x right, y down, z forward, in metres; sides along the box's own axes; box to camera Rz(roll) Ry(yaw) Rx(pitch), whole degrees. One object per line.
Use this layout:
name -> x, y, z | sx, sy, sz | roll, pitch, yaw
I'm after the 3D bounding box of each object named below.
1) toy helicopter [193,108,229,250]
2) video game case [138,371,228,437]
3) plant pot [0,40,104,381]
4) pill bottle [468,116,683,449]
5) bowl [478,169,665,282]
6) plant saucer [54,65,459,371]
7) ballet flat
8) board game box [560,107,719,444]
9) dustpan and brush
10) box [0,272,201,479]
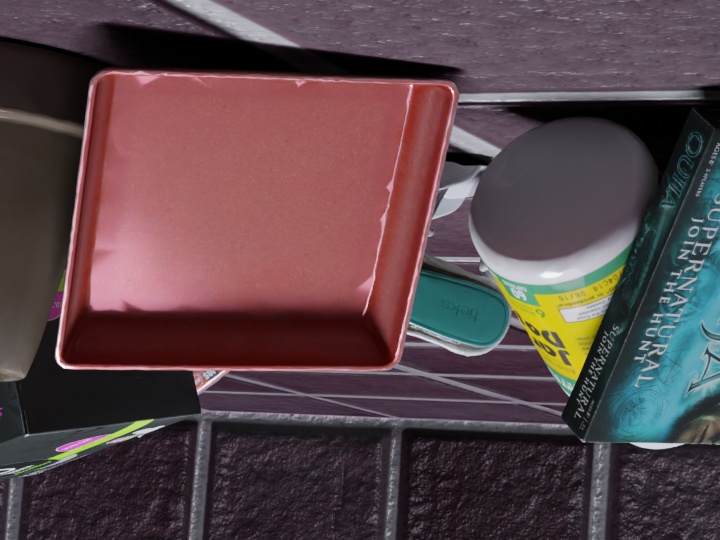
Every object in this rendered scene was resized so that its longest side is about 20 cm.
toy helicopter -> -0.066, -0.048, 1.583 | 0.132, 0.079, 0.200 | -37, 150, -4
video game case -> -0.058, 0.036, 1.885 | 0.200, 0.017, 0.143 | -37, 180, 26
plant pot -> -0.236, -0.030, 1.556 | 0.199, 0.174, 0.200 | 3, 172, 0
pill bottle -> 0.148, 0.014, 1.608 | 0.112, 0.113, 0.200 | 0, 144, 30
bowl -> 0.182, -0.019, 1.780 | 0.199, 0.075, 0.200 | 2, 172, 13
plant saucer -> -0.061, -0.033, 1.515 | 0.199, 0.200, 0.037 | 1, -142, -15
ballet flat -> 0.000, 0.000, 1.731 | 0.200, 0.070, 0.069 | 24, 166, -21
board game box -> 0.204, 0.007, 1.541 | 0.135, 0.201, 0.028 | 3, -150, -33
dustpan and brush -> -0.022, -0.039, 1.785 | 0.199, 0.057, 0.140 | 5, 173, -1
box -> -0.228, 0.065, 1.831 | 0.148, 0.125, 0.200 | -5, 169, -42
